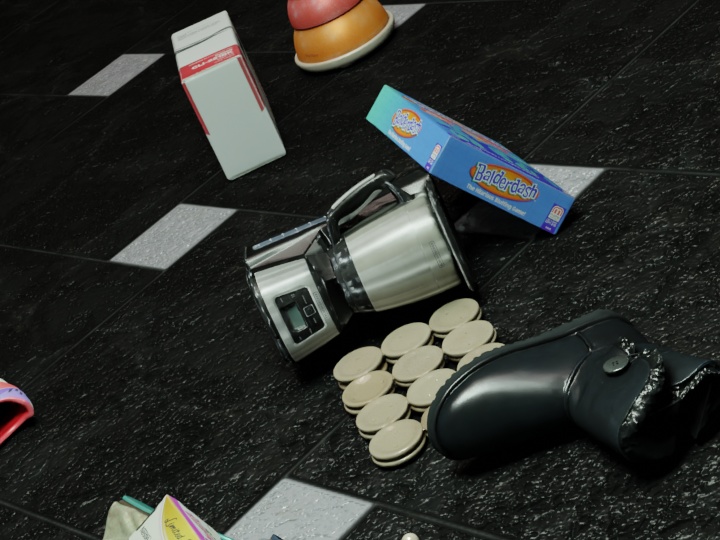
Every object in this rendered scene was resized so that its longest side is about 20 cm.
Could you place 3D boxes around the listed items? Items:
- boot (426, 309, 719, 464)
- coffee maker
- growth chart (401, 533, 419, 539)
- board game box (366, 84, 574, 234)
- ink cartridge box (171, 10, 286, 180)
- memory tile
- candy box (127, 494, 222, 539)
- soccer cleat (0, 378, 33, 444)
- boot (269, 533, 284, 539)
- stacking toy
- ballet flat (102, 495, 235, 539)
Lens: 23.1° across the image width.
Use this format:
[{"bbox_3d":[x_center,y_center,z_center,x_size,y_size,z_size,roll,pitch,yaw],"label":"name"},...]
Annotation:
[{"bbox_3d":[0.166,0.105,1.361,0.200,0.077,0.168,-26,21,-13],"label":"boot"},{"bbox_3d":[0.000,0.000,1.686,0.199,0.135,0.192,-23,-9,4],"label":"coffee maker"},{"bbox_3d":[0.007,0.225,1.225,0.200,0.018,0.145,3,16,-41],"label":"growth chart"},{"bbox_3d":[0.106,-0.112,1.746,0.045,0.152,0.200,-61,25,9],"label":"board game box"},{"bbox_3d":[-0.168,-0.223,2.211,0.084,0.145,0.200,-24,26,0],"label":"ink cartridge box"},{"bbox_3d":[0.059,0.097,1.549,0.153,0.017,0.200,-27,26,-1],"label":"memory tile"},{"bbox_3d":[-0.170,0.280,1.300,0.200,0.061,0.136,-48,28,-3],"label":"candy box"},{"bbox_3d":[-0.422,0.181,1.786,0.200,0.068,0.073,-39,32,-29],"label":"soccer cleat"},{"bbox_3d":[-0.029,0.276,1.264,0.097,0.075,0.200,-54,37,-4],"label":"boot"},{"bbox_3d":[-0.054,-0.376,2.327,0.146,0.200,0.146,-21,27,11],"label":"stacking toy"},{"bbox_3d":[-0.151,0.237,1.451,0.200,0.067,0.063,8,69,55],"label":"ballet flat"}]
